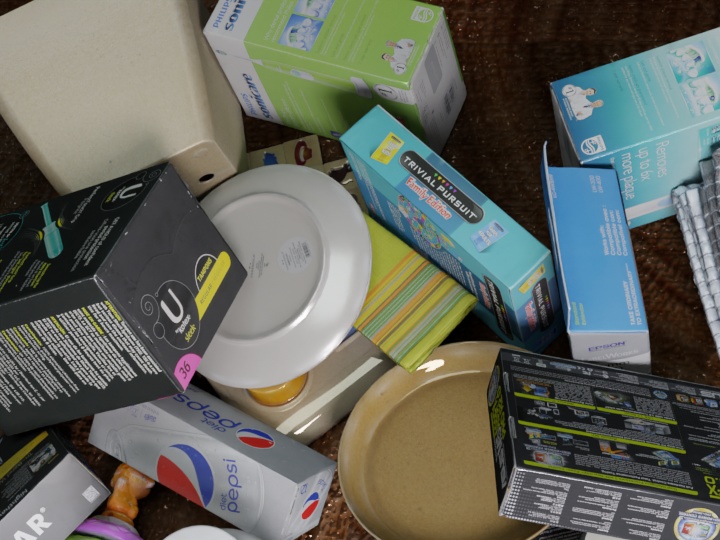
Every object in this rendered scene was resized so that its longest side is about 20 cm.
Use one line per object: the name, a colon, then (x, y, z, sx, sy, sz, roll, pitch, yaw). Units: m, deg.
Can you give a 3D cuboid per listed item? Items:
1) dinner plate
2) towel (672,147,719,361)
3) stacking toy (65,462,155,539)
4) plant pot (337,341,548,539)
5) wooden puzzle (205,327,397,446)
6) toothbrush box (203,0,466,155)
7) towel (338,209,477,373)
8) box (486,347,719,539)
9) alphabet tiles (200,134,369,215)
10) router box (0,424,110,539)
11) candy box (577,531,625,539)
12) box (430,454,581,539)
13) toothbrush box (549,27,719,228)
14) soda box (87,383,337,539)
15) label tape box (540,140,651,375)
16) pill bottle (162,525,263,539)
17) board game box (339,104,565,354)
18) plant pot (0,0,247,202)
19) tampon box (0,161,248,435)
dinner plate: (-0.085, 0.000, 1.288, 0.200, 0.024, 0.200, -8, 70, 21)
towel: (0.355, -0.007, 1.202, 0.166, 0.086, 0.200, -3, 62, -11)
stacking toy: (-0.214, 0.241, 1.238, 0.116, 0.110, 0.200, -3, 51, 30)
plant pot: (0.082, 0.144, 1.192, 0.200, 0.027, 0.200, -9, 49, 11)
wooden puzzle: (-0.060, 0.036, 1.314, 0.185, 0.046, 0.200, -37, 65, -5)
toothbrush box: (-0.019, -0.184, 1.360, 0.200, 0.146, 0.086, 16, 70, 20)
towel: (0.000, 0.000, 1.285, 0.086, 0.018, 0.200, -44, 60, -14)
box: (0.195, 0.130, 1.097, 0.200, 0.044, 0.160, 10, 28, -5)
alphabet tiles: (-0.089, -0.037, 1.385, 0.200, 0.006, 0.166, -15, 62, 6)
router box: (-0.307, 0.213, 1.240, 0.200, 0.052, 0.157, -44, 22, -9)
candy box: (0.199, 0.266, 1.090, 0.136, 0.061, 0.200, 23, 76, 18)
box: (0.168, 0.210, 1.183, 0.200, 0.050, 0.158, -15, 63, 6)
toothbrush box: (0.269, -0.118, 1.263, 0.200, 0.146, 0.085, -18, 63, 3)
soda box: (-0.124, 0.150, 1.257, 0.200, 0.068, 0.063, 25, 110, 22)
label tape box: (0.186, 0.003, 1.192, 0.066, 0.200, 0.143, -9, 63, 6)
pill bottle: (-0.094, 0.257, 1.135, 0.111, 0.200, 0.111, -5, 64, 10)
board game box: (0.078, -0.029, 1.261, 0.047, 0.151, 0.200, -43, 64, -9)
plant pot: (-0.205, -0.136, 1.360, 0.200, 0.200, 0.177, -25, 71, 2)
tampon box: (-0.222, 0.025, 1.233, 0.200, 0.126, 0.150, -14, 33, 32)
